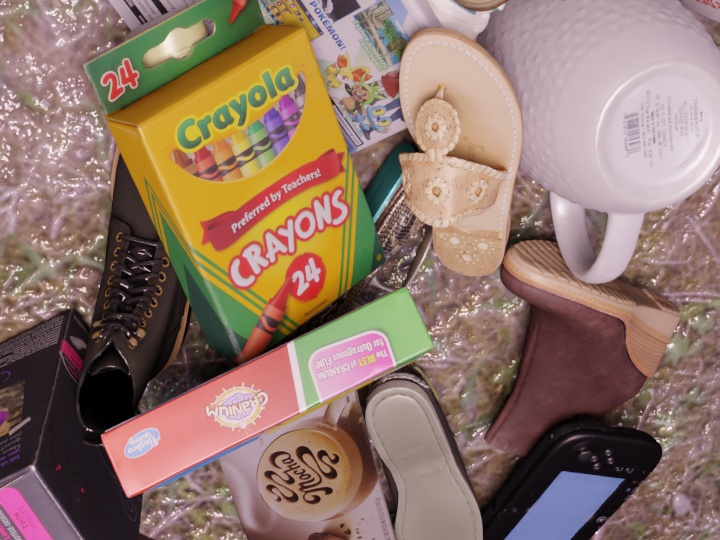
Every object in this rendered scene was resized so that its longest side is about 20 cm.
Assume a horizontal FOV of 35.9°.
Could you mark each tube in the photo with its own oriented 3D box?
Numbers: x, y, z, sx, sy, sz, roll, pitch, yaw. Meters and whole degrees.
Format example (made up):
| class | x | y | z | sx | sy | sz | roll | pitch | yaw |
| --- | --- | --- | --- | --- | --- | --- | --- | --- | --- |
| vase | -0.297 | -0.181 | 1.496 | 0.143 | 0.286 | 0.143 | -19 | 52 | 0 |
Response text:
| class | x | y | z | sx | sy | sz | roll | pitch | yaw |
| --- | --- | --- | --- | --- | --- | --- | --- | --- | --- |
| tube | -0.095 | -0.064 | 0.722 | 0.057 | 0.052 | 0.202 | -25 | 116 | -13 |

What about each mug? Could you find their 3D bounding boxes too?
| class | x | y | z | sx | sy | sz | roll | pitch | yaw |
| --- | --- | --- | --- | --- | --- | --- | --- | --- | --- |
| mug | 0.160 | -0.091 | 0.736 | 0.145 | 0.176 | 0.203 | -2 | 114 | -11 |

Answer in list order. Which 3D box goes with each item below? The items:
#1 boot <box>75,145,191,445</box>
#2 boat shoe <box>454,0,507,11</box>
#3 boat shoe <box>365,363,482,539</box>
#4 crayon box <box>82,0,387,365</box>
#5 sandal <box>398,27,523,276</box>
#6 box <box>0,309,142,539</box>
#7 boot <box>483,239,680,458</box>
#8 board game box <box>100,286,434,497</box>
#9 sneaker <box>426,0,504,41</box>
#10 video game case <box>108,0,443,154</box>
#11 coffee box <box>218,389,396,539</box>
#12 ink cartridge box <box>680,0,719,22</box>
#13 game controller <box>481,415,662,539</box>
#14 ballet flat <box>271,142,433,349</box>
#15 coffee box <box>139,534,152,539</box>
| class | x | y | z | sx | sy | sz | roll | pitch | yaw |
| --- | --- | --- | --- | --- | --- | --- | --- | --- | --- |
| boot | -0.142 | 0.000 | 0.728 | 0.076 | 0.139 | 0.203 | 5 | 112 | 2 |
| boat shoe | 0.025 | -0.244 | 0.654 | 0.071 | 0.064 | 0.200 | -42 | 78 | 5 |
| boat shoe | 0.053 | 0.161 | 0.889 | 0.071 | 0.061 | 0.204 | -13 | 116 | 7 |
| crayon box | -0.070 | -0.060 | 0.679 | 0.126 | 0.051 | 0.202 | -36 | 121 | -25 |
| sandal | 0.062 | -0.048 | 0.705 | 0.076 | 0.070 | 0.213 | 7 | 145 | 16 |
| box | -0.217 | 0.137 | 0.743 | 0.105 | 0.201 | 0.123 | -24 | 117 | 4 |
| boot | 0.144 | 0.074 | 0.847 | 0.198 | 0.073 | 0.167 | 20 | 113 | -38 |
| board game box | -0.056 | 0.079 | 0.714 | 0.198 | 0.153 | 0.041 | -26 | 84 | -5 |
| sneaker | 0.074 | -0.185 | 0.720 | 0.197 | 0.070 | 0.095 | -15 | 105 | 7 |
| video game case | -0.052 | -0.157 | 0.703 | 0.180 | 0.022 | 0.201 | -21 | 120 | 31 |
| coffee box | -0.040 | 0.173 | 0.864 | 0.111 | 0.080 | 0.203 | -16 | 116 | -5 |
| ink cartridge box | 0.222 | -0.253 | 0.693 | 0.085 | 0.147 | 0.201 | -36 | 116 | 5 |
| game controller | 0.161 | 0.192 | 0.909 | 0.103 | 0.042 | 0.201 | 16 | 130 | -16 |
| ballet flat | 0.000 | 0.000 | 0.806 | 0.075 | 0.068 | 0.200 | 39 | 98 | -27 |
| coffee box | -0.128 | 0.304 | 0.886 | 0.198 | 0.115 | 0.080 | 31 | 105 | -23 |
